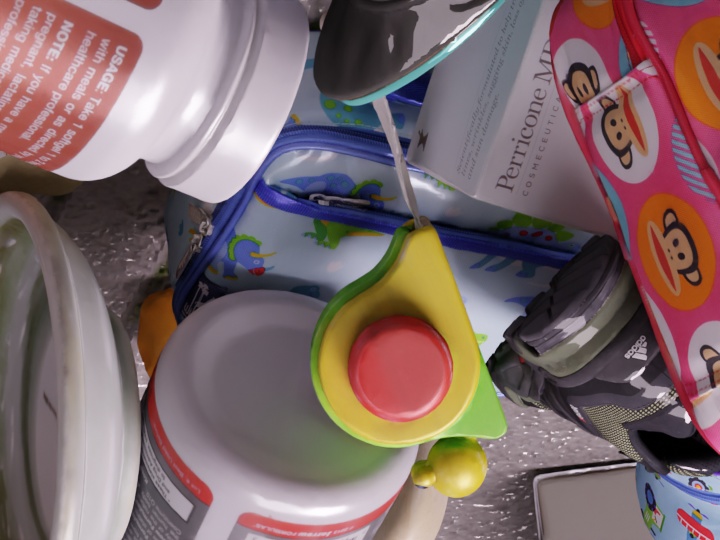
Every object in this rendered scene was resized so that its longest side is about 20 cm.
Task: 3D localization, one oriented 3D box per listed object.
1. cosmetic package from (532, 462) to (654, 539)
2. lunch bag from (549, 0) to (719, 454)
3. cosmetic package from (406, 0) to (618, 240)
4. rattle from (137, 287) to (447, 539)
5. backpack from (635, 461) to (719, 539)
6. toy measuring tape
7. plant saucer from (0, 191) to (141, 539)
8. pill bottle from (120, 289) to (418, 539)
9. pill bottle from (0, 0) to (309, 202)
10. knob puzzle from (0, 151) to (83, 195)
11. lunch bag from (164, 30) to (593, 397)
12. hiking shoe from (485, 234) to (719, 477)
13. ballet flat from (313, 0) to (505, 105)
[{"bbox_3d":[0.148,0.198,1.499,0.087,0.104,0.200,-8,146,4],"label":"cosmetic package"},{"bbox_3d":[0.177,-0.041,1.010,0.175,0.201,0.082,-20,174,-30],"label":"lunch bag"},{"bbox_3d":[0.131,-0.064,1.109,0.199,0.081,0.114,13,100,-25],"label":"cosmetic package"},{"bbox_3d":[-0.026,0.116,1.282,0.129,0.201,0.143,-13,144,13],"label":"rattle"},{"bbox_3d":[0.211,0.044,1.235,0.199,0.183,0.135,-6,138,24],"label":"backpack"},{"bbox_3d":[0.000,0.000,1.095,0.073,0.074,0.201,-18,98,20],"label":"toy measuring tape"},{"bbox_3d":[-0.131,0.068,1.162,0.050,0.201,0.200,2,145,-23],"label":"plant saucer"},{"bbox_3d":[-0.057,0.111,1.195,0.115,0.116,0.200,9,139,-17],"label":"pill bottle"},{"bbox_3d":[-0.124,-0.101,1.005,0.199,0.113,0.112,24,137,-23],"label":"pill bottle"},{"bbox_3d":[-0.174,-0.094,1.124,0.218,0.031,0.220,-2,144,-1],"label":"knob puzzle"},{"bbox_3d":[0.022,-0.022,1.201,0.199,0.083,0.161,12,139,-22],"label":"lunch bag"},{"bbox_3d":[0.107,0.047,1.102,0.076,0.101,0.200,-44,174,1],"label":"hiking shoe"},{"bbox_3d":[0.050,-0.137,0.992,0.199,0.068,0.068,-32,127,18],"label":"ballet flat"}]
